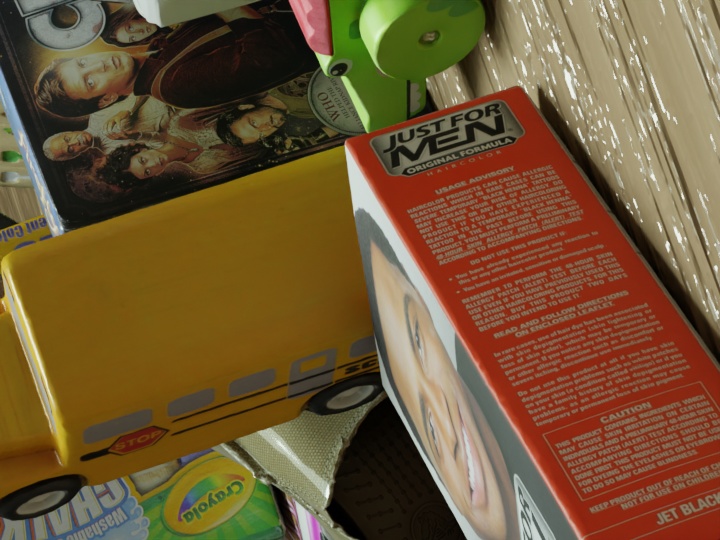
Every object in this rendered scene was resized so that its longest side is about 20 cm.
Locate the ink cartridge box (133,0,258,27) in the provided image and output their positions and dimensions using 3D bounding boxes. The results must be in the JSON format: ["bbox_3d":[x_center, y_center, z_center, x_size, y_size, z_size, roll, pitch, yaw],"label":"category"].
[{"bbox_3d":[-0.059,-0.204,0.907,0.200,0.082,0.147,89,161,-53],"label":"ink cartridge box"}]

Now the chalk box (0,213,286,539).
[{"bbox_3d":[-0.110,0.076,1.167,0.124,0.123,0.201,161,92,-82],"label":"chalk box"}]

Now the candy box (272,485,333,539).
[{"bbox_3d":[-0.007,0.079,1.142,0.136,0.061,0.201,148,105,-79],"label":"candy box"}]

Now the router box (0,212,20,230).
[{"bbox_3d":[-0.119,0.038,1.305,0.199,0.062,0.150,31,176,-5],"label":"router box"}]

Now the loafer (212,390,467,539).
[{"bbox_3d":[-0.009,0.047,0.958,0.200,0.076,0.067,41,163,2],"label":"loafer"}]

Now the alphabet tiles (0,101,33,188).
[{"bbox_3d":[-0.120,-0.056,1.158,0.166,0.199,0.006,121,152,-75],"label":"alphabet tiles"}]

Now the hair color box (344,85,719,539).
[{"bbox_3d":[0.060,0.048,0.769,0.200,0.061,0.102,-119,15,-49],"label":"hair color box"}]

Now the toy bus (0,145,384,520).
[{"bbox_3d":[-0.048,0.016,0.886,0.078,0.199,0.065,99,151,-68],"label":"toy bus"}]

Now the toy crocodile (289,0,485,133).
[{"bbox_3d":[0.000,-0.109,0.818,0.200,0.061,0.068,93,157,-60],"label":"toy crocodile"}]

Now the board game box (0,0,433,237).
[{"bbox_3d":[-0.070,-0.098,0.992,0.035,0.135,0.201,89,160,-55],"label":"board game box"}]
